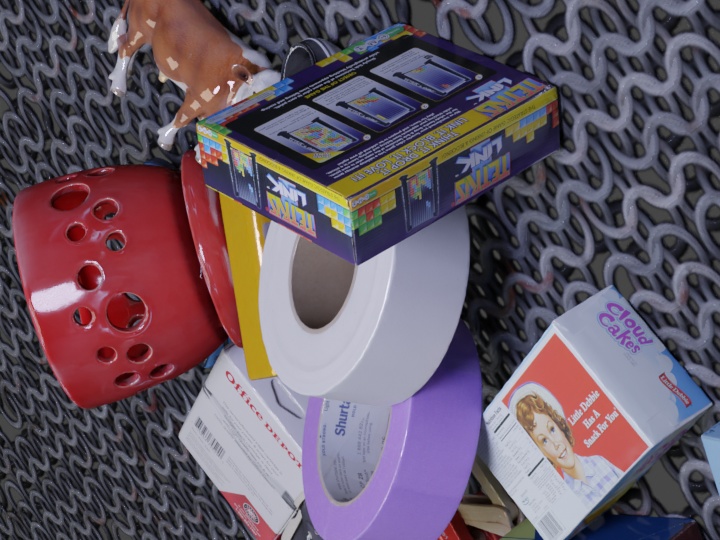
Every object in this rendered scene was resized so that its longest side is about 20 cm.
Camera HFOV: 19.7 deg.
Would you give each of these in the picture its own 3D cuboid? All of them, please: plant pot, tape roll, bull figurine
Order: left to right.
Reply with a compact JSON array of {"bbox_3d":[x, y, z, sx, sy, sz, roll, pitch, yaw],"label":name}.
[{"bbox_3d":[-0.185,0.002,1.797,0.200,0.181,0.202,-15,-90,-84],"label":"plant pot"},{"bbox_3d":[-0.136,-0.164,1.725,0.122,0.065,0.200,-52,61,24],"label":"bull figurine"},{"bbox_3d":[0.000,0.000,1.585,0.202,0.070,0.204,-26,58,54],"label":"tape roll"},{"bbox_3d":[0.022,0.124,1.660,0.200,0.065,0.202,-168,90,-67],"label":"tape roll"}]

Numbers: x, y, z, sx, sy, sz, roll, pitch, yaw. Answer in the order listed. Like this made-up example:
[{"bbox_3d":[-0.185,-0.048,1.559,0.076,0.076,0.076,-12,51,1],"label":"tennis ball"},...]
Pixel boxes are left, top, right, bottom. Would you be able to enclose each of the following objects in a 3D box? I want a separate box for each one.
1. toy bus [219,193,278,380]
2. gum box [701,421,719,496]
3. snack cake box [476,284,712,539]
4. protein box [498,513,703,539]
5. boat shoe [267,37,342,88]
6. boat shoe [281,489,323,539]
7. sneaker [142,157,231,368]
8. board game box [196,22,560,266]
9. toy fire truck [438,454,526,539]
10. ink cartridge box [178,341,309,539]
[{"bbox_3d":[-0.065,-0.015,1.709,0.065,0.078,0.202,-14,85,62],"label":"toy bus"},{"bbox_3d":[0.334,0.187,1.387,0.199,0.044,0.171,7,123,54],"label":"gum box"},{"bbox_3d":[0.165,0.112,1.547,0.115,0.067,0.200,52,149,14],"label":"snack cake box"},{"bbox_3d":[0.191,0.310,1.619,0.198,0.135,0.201,-6,112,57],"label":"protein box"},{"bbox_3d":[-0.047,-0.109,1.563,0.070,0.066,0.201,-41,38,37],"label":"boat shoe"},{"bbox_3d":[-0.020,0.225,1.855,0.063,0.072,0.200,56,155,16],"label":"boat shoe"},{"bbox_3d":[-0.162,-0.006,1.915,0.066,0.078,0.201,-18,101,61],"label":"sneaker"},{"bbox_3d":[0.013,-0.093,1.451,0.165,0.199,0.057,30,137,40],"label":"board game box"},{"bbox_3d":[0.102,0.208,1.744,0.200,0.049,0.141,49,148,16],"label":"toy fire truck"},{"bbox_3d":[-0.077,0.149,1.920,0.147,0.083,0.200,51,150,11],"label":"ink cartridge box"}]
